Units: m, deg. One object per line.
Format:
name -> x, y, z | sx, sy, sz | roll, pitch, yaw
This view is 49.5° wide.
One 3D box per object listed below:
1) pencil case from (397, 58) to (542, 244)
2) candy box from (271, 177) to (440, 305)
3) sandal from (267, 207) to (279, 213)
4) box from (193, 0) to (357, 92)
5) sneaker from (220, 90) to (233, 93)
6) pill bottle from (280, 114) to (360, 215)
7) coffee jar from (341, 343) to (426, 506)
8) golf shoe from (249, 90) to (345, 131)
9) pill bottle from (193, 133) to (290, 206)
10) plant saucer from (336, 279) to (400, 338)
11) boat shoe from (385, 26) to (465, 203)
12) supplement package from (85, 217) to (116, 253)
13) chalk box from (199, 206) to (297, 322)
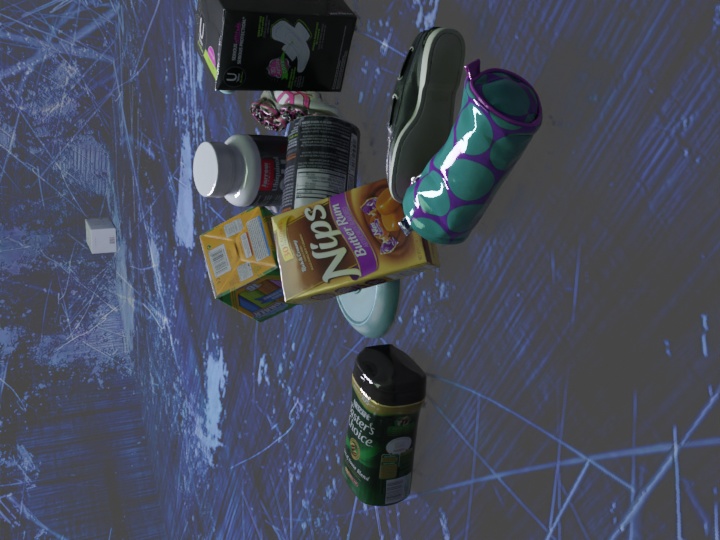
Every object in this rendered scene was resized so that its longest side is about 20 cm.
pencil case -> 0.110, -0.113, 0.813 | 0.092, 0.085, 0.201 | 45, 141, 13
candy box -> -0.009, -0.036, 0.984 | 0.198, 0.056, 0.118 | -17, 77, 23
sandal -> -0.184, -0.167, 1.375 | 0.207, 0.058, 0.080 | 68, -159, -70
box -> -0.130, -0.352, 1.150 | 0.149, 0.198, 0.125 | 60, 145, 41
sneaker -> -0.254, -0.455, 1.541 | 0.140, 0.077, 0.203 | -162, 69, -64
pill bottle -> -0.059, -0.108, 1.106 | 0.106, 0.105, 0.202 | 163, 114, -64
coffee jar -> 0.030, 0.204, 1.044 | 0.104, 0.084, 0.202 | -137, 48, -55
golf shoe -> -0.090, -0.263, 1.227 | 0.199, 0.092, 0.073 | 23, 160, 42
pill bottle -> -0.154, -0.156, 1.220 | 0.110, 0.198, 0.112 | 7, 99, 51
plant saucer -> 0.000, 0.000, 1.140 | 0.200, 0.027, 0.203 | 175, 90, -66
boat shoe -> 0.063, -0.181, 0.905 | 0.066, 0.074, 0.202 | 36, 122, 52
supplement package -> -1.177, -0.161, 3.540 | 0.200, 0.108, 0.115 | -144, 53, -58
chalk box -> -0.159, -0.002, 1.326 | 0.200, 0.123, 0.126 | 39, -152, -62
